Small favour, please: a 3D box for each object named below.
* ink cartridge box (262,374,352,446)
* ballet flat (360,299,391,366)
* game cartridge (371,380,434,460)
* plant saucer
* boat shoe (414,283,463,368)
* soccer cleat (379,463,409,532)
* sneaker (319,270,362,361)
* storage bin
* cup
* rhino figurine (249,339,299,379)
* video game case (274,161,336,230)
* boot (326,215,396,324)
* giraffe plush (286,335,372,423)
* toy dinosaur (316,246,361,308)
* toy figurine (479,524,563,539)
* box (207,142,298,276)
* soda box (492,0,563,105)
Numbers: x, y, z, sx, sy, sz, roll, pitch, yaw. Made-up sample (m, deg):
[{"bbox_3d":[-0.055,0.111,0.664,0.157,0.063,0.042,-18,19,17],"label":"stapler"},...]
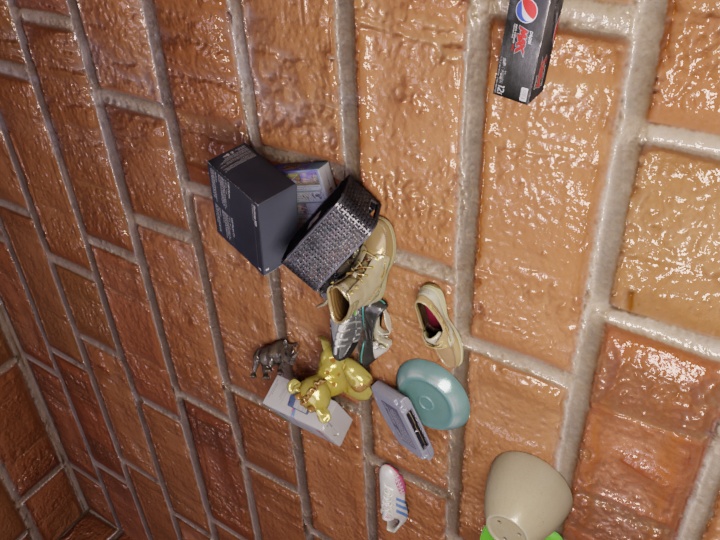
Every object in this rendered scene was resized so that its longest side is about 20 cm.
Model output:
[{"bbox_3d":[-0.136,0.371,1.871,0.197,0.089,0.146,20,160,29],"label":"ink cartridge box"},{"bbox_3d":[0.036,0.148,1.618,0.067,0.068,0.204,15,130,19],"label":"ballet flat"},{"bbox_3d":[0.098,0.356,1.702,0.132,0.041,0.203,18,140,51],"label":"game cartridge"},{"bbox_3d":[0.159,0.299,1.647,0.197,0.036,0.203,22,132,26],"label":"plant saucer"},{"bbox_3d":[0.159,0.129,1.498,0.073,0.066,0.203,-6,116,42],"label":"boat shoe"},{"bbox_3d":[0.084,0.617,1.908,0.069,0.086,0.204,6,123,36],"label":"soccer cleat"},{"bbox_3d":[-0.052,0.095,1.628,0.114,0.074,0.205,23,105,38],"label":"sneaker"},{"bbox_3d":[-0.058,-0.076,1.424,0.093,0.136,0.200,40,116,-14],"label":"storage bin"},{"bbox_3d":[0.353,0.530,1.577,0.197,0.143,0.204,21,132,25],"label":"cup"},{"bbox_3d":[-0.224,0.230,1.885,0.059,0.089,0.198,21,151,-35],"label":"rhino figurine"},{"bbox_3d":[-0.127,-0.141,1.551,0.197,0.045,0.185,4,123,38],"label":"video game case"},{"bbox_3d":[0.000,0.000,1.459,0.072,0.155,0.204,27,123,25],"label":"boot"},{"bbox_3d":[-0.079,0.276,1.696,0.171,0.163,0.202,25,153,37],"label":"giraffe plush"},{"bbox_3d":[-0.054,0.020,1.535,0.047,0.088,0.201,41,112,13],"label":"toy dinosaur"},{"bbox_3d":[0.392,0.699,1.712,0.195,0.152,0.186,-4,136,13],"label":"toy figurine"},{"bbox_3d":[-0.225,-0.129,1.512,0.182,0.103,0.203,40,146,30],"label":"box"},{"bbox_3d":[0.253,-0.358,1.054,0.062,0.071,0.203,25,133,24],"label":"soda box"}]
